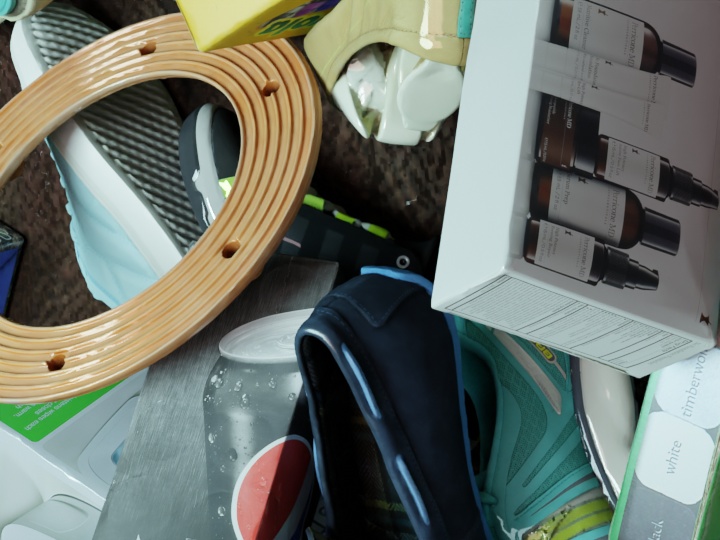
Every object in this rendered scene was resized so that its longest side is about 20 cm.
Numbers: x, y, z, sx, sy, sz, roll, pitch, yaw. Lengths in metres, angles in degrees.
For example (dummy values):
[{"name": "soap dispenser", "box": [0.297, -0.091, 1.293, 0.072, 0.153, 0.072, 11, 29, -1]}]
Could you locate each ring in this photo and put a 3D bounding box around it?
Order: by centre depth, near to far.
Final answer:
[{"name": "ring", "box": [-0.102, -0.027, 0.910, 0.199, 0.202, 0.019, -1, 145, 35]}]

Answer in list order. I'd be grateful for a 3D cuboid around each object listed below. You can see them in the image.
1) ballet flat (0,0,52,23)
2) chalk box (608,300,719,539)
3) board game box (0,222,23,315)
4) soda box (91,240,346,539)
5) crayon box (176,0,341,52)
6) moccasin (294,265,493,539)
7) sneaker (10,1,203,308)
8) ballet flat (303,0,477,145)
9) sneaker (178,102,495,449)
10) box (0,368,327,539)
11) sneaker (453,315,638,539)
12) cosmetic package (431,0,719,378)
[{"name": "ballet flat", "box": [-0.158, -0.146, 0.984, 0.200, 0.069, 0.070, -1, 103, 67]}, {"name": "chalk box", "box": [0.174, 0.052, 0.756, 0.123, 0.199, 0.125, 24, 114, 28]}, {"name": "board game box", "box": [-0.292, 0.016, 1.137, 0.199, 0.097, 0.160, 30, 116, 25]}, {"name": "soda box", "box": [-0.058, 0.093, 0.866, 0.070, 0.063, 0.201, 8, 66, 17]}, {"name": "crayon box", "box": [0.008, -0.144, 0.873, 0.199, 0.127, 0.051, -28, 85, 37]}, {"name": "moccasin", "box": [0.005, 0.101, 0.846, 0.080, 0.068, 0.202, -3, 105, 43]}, {"name": "sneaker", "box": [-0.115, -0.028, 1.019, 0.082, 0.074, 0.201, -41, 74, 35]}, {"name": "ballet flat", "box": [0.015, -0.081, 0.857, 0.068, 0.200, 0.064, 2, 79, -7]}, {"name": "sneaker", "box": [0.000, 0.000, 0.961, 0.083, 0.072, 0.201, -36, 82, 16]}, {"name": "box", "box": [-0.084, 0.156, 1.000, 0.176, 0.097, 0.201, 30, 132, 25]}, {"name": "sneaker", "box": [0.075, 0.103, 0.882, 0.078, 0.079, 0.202, 117, 143, -64]}, {"name": "cosmetic package", "box": [0.082, -0.074, 0.726, 0.051, 0.082, 0.202, -28, 48, 57]}]
